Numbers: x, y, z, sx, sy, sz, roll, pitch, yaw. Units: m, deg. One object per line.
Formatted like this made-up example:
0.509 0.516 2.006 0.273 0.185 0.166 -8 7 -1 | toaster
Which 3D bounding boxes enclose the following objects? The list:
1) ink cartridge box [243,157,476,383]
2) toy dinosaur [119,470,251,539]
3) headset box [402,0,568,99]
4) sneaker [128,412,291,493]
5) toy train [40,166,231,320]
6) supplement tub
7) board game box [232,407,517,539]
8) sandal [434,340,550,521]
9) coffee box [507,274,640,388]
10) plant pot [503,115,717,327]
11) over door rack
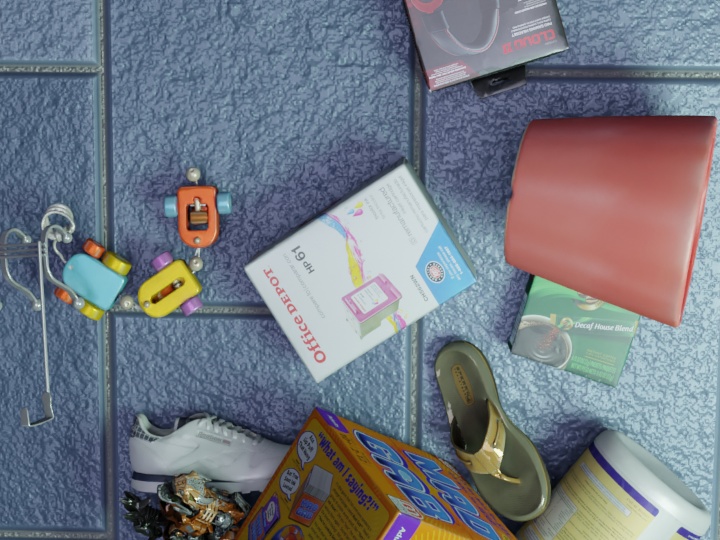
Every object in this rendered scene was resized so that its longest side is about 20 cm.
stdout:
0.000 0.000 1.545 0.199 0.085 0.145 -32 96 8 | ink cartridge box
-0.169 0.272 1.548 0.134 0.103 0.201 -17 124 7 | toy dinosaur
0.116 -0.275 1.503 0.147 0.075 0.202 -16 97 5 | headset box
-0.147 0.191 1.591 0.198 0.076 0.081 -1 89 1 | sneaker
-0.226 -0.024 1.572 0.198 0.056 0.152 -7 92 4 | toy train
0.245 0.281 1.545 0.145 0.145 0.200 39 99 -3 | supplement tub
0.016 0.295 1.494 0.199 0.200 0.201 26 101 -34 | board game box
0.124 0.167 1.548 0.080 0.054 0.201 -32 76 29 | sandal
0.237 0.006 1.554 0.122 0.044 0.202 18 98 1 | coffee box
0.236 -0.060 1.436 0.175 0.200 0.203 11 99 13 | plant pot
-0.354 0.059 1.540 0.147 0.066 0.202 -3 79 39 | over door rack
